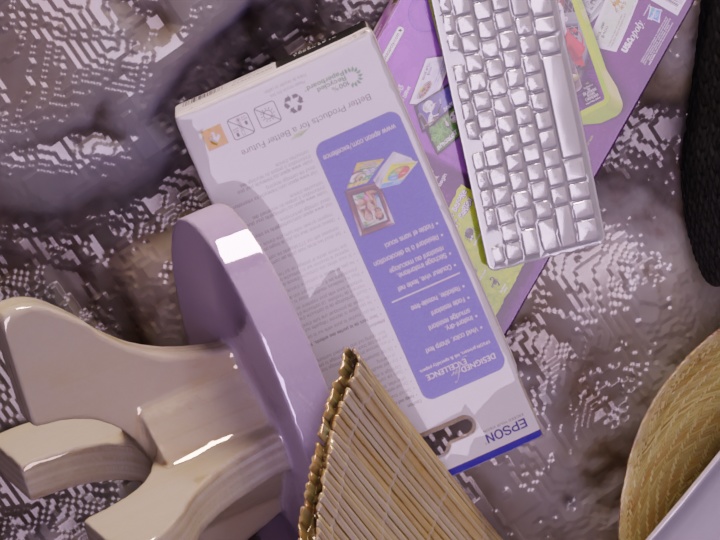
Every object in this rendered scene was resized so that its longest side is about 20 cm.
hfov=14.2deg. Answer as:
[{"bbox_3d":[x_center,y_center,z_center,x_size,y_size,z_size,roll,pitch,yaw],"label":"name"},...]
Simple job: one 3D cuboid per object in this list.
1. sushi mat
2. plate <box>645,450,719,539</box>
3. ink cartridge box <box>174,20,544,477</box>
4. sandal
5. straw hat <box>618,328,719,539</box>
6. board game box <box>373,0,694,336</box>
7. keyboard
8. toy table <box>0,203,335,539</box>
[{"bbox_3d":[0.027,0.123,1.245,0.012,0.200,0.096,-3,56,28],"label":"sushi mat"},{"bbox_3d":[0.196,0.157,1.265,0.200,0.032,0.200,42,85,-21],"label":"plate"},{"bbox_3d":[0.000,0.000,1.275,0.094,0.037,0.201,-23,101,2],"label":"ink cartridge box"},{"bbox_3d":[0.180,-0.091,1.295,0.045,0.075,0.201,3,95,-18],"label":"sandal"},{"bbox_3d":[0.193,0.095,1.315,0.200,0.085,0.202,-4,103,-18],"label":"straw hat"},{"bbox_3d":[0.056,-0.076,1.302,0.120,0.032,0.201,29,94,-13],"label":"board game box"},{"bbox_3d":[0.063,-0.103,1.281,0.056,0.011,0.201,-13,99,-4],"label":"keyboard"},{"bbox_3d":[-0.078,0.084,1.242,0.117,0.184,0.201,-22,99,-18],"label":"toy table"}]
